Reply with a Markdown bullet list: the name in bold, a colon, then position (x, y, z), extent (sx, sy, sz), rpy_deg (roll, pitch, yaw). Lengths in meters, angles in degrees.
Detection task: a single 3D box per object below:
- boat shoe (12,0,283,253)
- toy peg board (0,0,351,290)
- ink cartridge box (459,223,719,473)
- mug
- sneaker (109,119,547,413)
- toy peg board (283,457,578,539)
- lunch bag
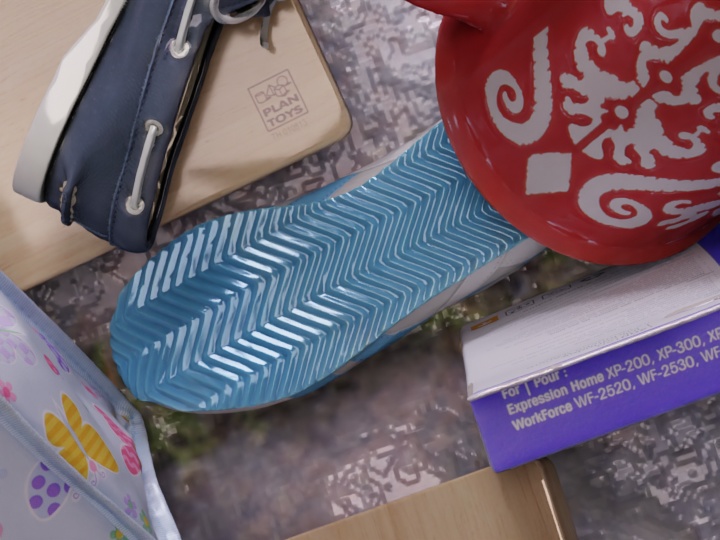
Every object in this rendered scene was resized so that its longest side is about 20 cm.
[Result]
- **boat shoe**: position (-0.057, -0.102, 0.995), extent (0.062, 0.075, 0.201), rpy_deg (28, 95, 1)
- **toy peg board**: position (-0.131, -0.104, 1.090), extent (0.199, 0.098, 0.200), rpy_deg (-25, 93, 3)
- **ink cartridge box**: position (0.131, 0.015, 0.975), extent (0.197, 0.200, 0.044), rpy_deg (-21, 94, 3)
- **mug**: position (0.106, -0.091, 0.923), extent (0.176, 0.200, 0.134), rpy_deg (-5, 77, -25)
- **sneaker**: position (0.000, 0.000, 1.054), extent (0.199, 0.081, 0.077), rpy_deg (-25, 79, 3)
- **toy peg board**: position (0.021, 0.195, 1.024), extent (0.198, 0.098, 0.201), rpy_deg (-21, 78, 19)
- **lunch bag**: position (-0.186, 0.069, 0.992), extent (0.169, 0.200, 0.127), rpy_deg (-37, 39, 8)
